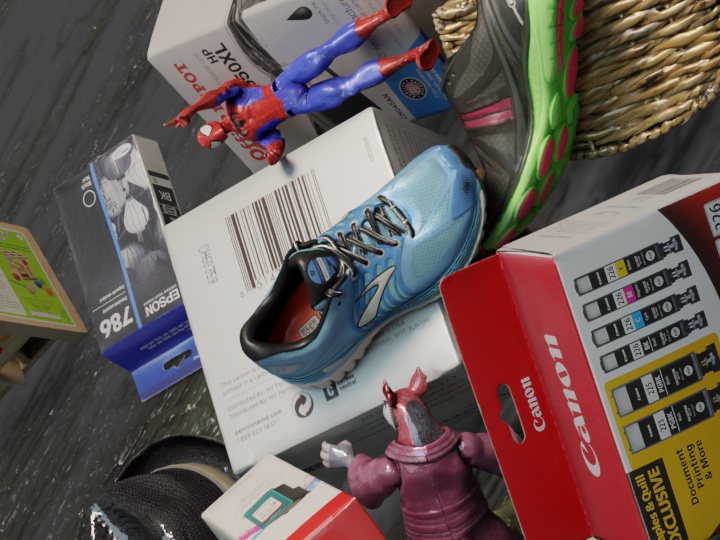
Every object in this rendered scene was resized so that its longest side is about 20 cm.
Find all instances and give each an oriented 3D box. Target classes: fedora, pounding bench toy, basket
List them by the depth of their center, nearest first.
[{"bbox_3d":[0.176,-0.168,1.119,0.199,0.149,0.143,-18,107,29],"label":"basket"},{"bbox_3d":[-0.148,0.220,1.247,0.200,0.091,0.202,-5,80,31],"label":"fedora"},{"bbox_3d":[-0.366,0.047,1.348,0.156,0.200,0.124,-44,63,18],"label":"pounding bench toy"}]

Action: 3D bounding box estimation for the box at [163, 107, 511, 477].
[{"bbox_3d":[-0.009,0.023,1.166,0.198,0.131,0.201,-28,70,25],"label":"box"}]

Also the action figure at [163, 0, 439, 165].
[{"bbox_3d":[-0.051,-0.116,1.114,0.200,0.099,0.065,-22,107,37],"label":"action figure"}]

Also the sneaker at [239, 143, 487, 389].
[{"bbox_3d":[0.000,0.000,1.034,0.200,0.090,0.078,-48,63,15],"label":"sneaker"}]

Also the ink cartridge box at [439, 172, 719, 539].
[{"bbox_3d":[0.165,0.065,0.981,0.201,0.175,0.084,69,163,-10],"label":"ink cartridge box"}]

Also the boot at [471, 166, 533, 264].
[{"bbox_3d":[0.178,-0.022,1.095,0.200,0.064,0.187,-27,80,28],"label":"boot"}]

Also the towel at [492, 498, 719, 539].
[{"bbox_3d":[0.149,0.203,1.096,0.200,0.036,0.149,-42,64,20],"label":"towel"}]

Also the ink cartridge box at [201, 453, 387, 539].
[{"bbox_3d":[-0.018,0.195,1.024,0.067,0.116,0.200,-40,18,-15],"label":"ink cartridge box"}]

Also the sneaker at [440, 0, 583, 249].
[{"bbox_3d":[0.095,-0.112,1.059,0.083,0.077,0.201,16,114,27],"label":"sneaker"}]

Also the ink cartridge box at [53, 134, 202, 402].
[{"bbox_3d":[-0.184,-0.002,1.337,0.099,0.039,0.201,-31,68,24],"label":"ink cartridge box"}]

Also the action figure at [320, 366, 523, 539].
[{"bbox_3d":[0.048,0.160,1.043,0.133,0.149,0.201,-19,110,7],"label":"action figure"}]

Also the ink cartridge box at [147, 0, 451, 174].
[{"bbox_3d":[-0.033,-0.168,1.192,0.199,0.145,0.084,-16,44,30],"label":"ink cartridge box"}]
